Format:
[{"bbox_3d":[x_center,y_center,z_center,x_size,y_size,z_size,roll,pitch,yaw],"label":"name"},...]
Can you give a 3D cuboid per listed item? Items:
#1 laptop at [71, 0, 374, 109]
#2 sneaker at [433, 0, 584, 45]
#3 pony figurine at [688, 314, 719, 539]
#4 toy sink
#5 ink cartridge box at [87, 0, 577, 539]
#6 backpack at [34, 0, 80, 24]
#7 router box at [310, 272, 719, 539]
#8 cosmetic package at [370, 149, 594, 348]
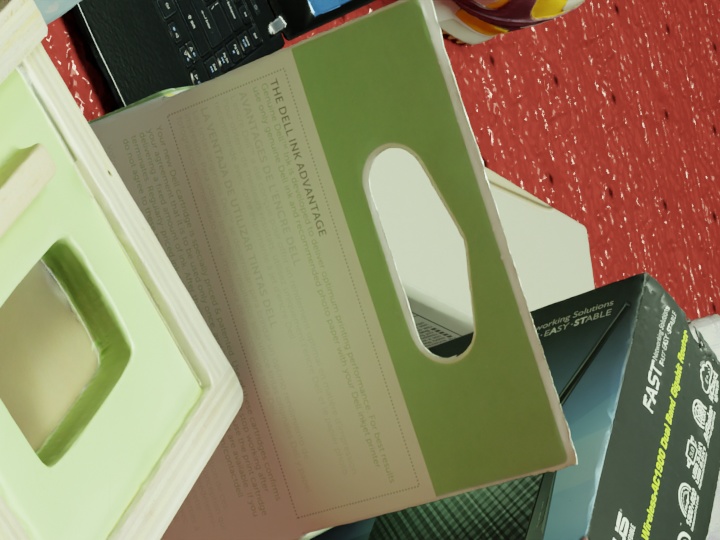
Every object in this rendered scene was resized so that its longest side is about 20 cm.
[{"bbox_3d":[-0.040,-0.170,0.888,0.178,0.103,0.200,65,31,-14],"label":"laptop"},{"bbox_3d":[0.043,-0.155,1.032,0.200,0.090,0.075,7,70,-59],"label":"sneaker"},{"bbox_3d":[0.106,0.133,0.905,0.166,0.200,0.194,-19,81,-16],"label":"pony figurine"},{"bbox_3d":[-0.136,0.002,0.633,0.200,0.112,0.130,61,32,-20],"label":"toy sink"},{"bbox_3d":[-0.030,0.011,0.716,0.048,0.199,0.146,-18,89,-59],"label":"ink cartridge box"},{"bbox_3d":[-0.135,-0.168,0.698,0.200,0.154,0.163,39,28,-2],"label":"backpack"},{"bbox_3d":[0.016,0.097,0.754,0.062,0.200,0.150,51,36,-26],"label":"router box"},{"bbox_3d":[0.000,0.000,0.875,0.200,0.103,0.073,25,54,-54],"label":"cosmetic package"}]
